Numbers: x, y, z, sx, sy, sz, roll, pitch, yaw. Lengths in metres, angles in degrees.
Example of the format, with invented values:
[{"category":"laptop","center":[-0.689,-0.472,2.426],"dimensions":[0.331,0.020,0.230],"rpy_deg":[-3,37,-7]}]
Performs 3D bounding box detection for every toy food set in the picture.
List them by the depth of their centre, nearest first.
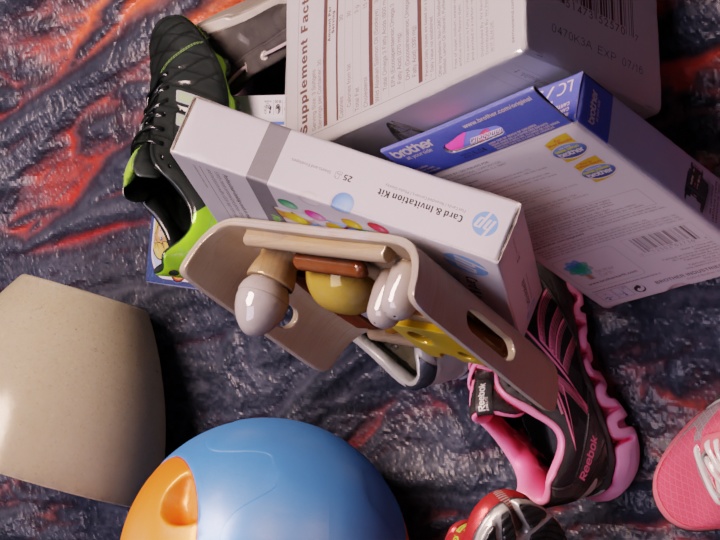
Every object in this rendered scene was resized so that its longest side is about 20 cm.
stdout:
[{"category":"toy food set","center":[0.004,0.034,1.126],"dimensions":[0.200,0.143,0.061],"rpy_deg":[9,68,46]}]

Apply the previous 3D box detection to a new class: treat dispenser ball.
[{"category":"treat dispenser ball","center":[-0.065,0.201,1.308],"dimensions":[0.200,0.200,0.202],"rpy_deg":[14,112,40]}]

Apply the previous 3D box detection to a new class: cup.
[{"category":"cup","center":[-0.229,0.085,1.456],"dimensions":[0.200,0.200,0.144],"rpy_deg":[14,85,40]}]

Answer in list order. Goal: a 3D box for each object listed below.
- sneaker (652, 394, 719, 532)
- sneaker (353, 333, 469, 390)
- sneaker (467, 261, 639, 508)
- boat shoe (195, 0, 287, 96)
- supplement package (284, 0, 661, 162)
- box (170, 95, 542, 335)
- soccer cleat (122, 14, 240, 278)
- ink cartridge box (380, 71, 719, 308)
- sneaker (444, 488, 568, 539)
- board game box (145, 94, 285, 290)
[{"category":"sneaker","center":[0.226,0.097,1.083],"dimensions":[0.200,0.087,0.074],"rpy_deg":[-36,76,43]},{"category":"sneaker","center":[0.000,0.000,1.277],"dimensions":[0.200,0.071,0.073],"rpy_deg":[42,127,26]},{"category":"sneaker","center":[0.096,0.057,1.188],"dimensions":[0.079,0.095,0.201],"rpy_deg":[-35,76,45]},{"category":"boat shoe","center":[-0.038,-0.162,1.276],"dimensions":[0.200,0.067,0.057],"rpy_deg":[-11,111,49]},{"category":"supplement package","center":[0.061,-0.129,1.126],"dimensions":[0.200,0.117,0.118],"rpy_deg":[-21,62,45]},{"category":"box","center":[0.002,-0.027,1.122],"dimensions":[0.199,0.156,0.041],"rpy_deg":[18,76,15]},{"category":"soccer cleat","center":[-0.120,-0.085,1.264],"dimensions":[0.068,0.081,0.201],"rpy_deg":[-53,47,52]},{"category":"ink cartridge box","center":[0.121,-0.048,1.078],"dimensions":[0.119,0.200,0.042],"rpy_deg":[-18,52,44]},{"category":"sneaker","center":[0.081,0.186,1.205],"dimensions":[0.085,0.077,0.200],"rpy_deg":[48,165,31]},{"category":"board game box","center":[-0.080,-0.051,1.312],"dimensions":[0.200,0.034,0.136],"rpy_deg":[5,91,55]}]
